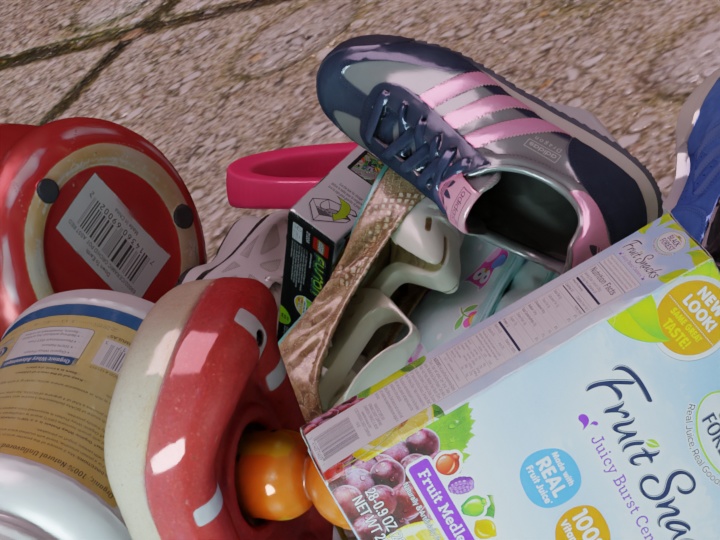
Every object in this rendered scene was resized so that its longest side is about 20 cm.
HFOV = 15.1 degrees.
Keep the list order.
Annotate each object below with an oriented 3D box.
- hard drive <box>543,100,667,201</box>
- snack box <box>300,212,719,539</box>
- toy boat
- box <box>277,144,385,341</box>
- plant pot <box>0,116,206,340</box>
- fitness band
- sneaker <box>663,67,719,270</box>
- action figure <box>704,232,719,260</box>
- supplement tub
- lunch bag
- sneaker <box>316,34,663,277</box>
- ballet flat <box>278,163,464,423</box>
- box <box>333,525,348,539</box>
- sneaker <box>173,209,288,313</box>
[{"bbox_3d":[0.107,-0.068,1.649,0.131,0.027,0.200,11,17,-15],"label":"hard drive"},{"bbox_3d":[0.100,0.097,1.245,0.200,0.169,0.068,-31,25,-1],"label":"snack box"},{"bbox_3d":[-0.037,0.096,1.299,0.130,0.200,0.131,-2,38,23],"label":"toy boat"},{"bbox_3d":[0.000,0.000,1.553,0.035,0.200,0.110,36,60,18],"label":"box"},{"bbox_3d":[-0.215,0.001,1.752,0.182,0.201,0.200,-8,32,48],"label":"plant pot"},{"bbox_3d":[0.016,-0.053,1.702,0.199,0.038,0.144,-2,12,-3],"label":"fitness band"},{"bbox_3d":[0.224,-0.050,1.507,0.111,0.077,0.200,-16,31,43],"label":"sneaker"},{"bbox_3d":[0.162,0.041,1.345,0.200,0.119,0.102,-43,-11,24],"label":"action figure"},{"bbox_3d":[-0.159,0.121,1.434,0.144,0.145,0.200,-15,30,32],"label":"supplement tub"},{"bbox_3d":[0.078,0.027,1.457,0.160,0.077,0.200,-14,44,55],"label":"lunch bag"},{"bbox_3d":[0.052,-0.058,1.376,0.200,0.070,0.082,25,35,21],"label":"sneaker"},{"bbox_3d":[0.016,0.013,1.436,0.065,0.071,0.200,22,76,37],"label":"ballet flat"},{"bbox_3d":[-0.060,0.170,1.451,0.119,0.042,0.200,-30,26,0],"label":"box"},{"bbox_3d":[-0.044,0.007,1.708,0.115,0.076,0.201,-20,23,26],"label":"sneaker"}]
